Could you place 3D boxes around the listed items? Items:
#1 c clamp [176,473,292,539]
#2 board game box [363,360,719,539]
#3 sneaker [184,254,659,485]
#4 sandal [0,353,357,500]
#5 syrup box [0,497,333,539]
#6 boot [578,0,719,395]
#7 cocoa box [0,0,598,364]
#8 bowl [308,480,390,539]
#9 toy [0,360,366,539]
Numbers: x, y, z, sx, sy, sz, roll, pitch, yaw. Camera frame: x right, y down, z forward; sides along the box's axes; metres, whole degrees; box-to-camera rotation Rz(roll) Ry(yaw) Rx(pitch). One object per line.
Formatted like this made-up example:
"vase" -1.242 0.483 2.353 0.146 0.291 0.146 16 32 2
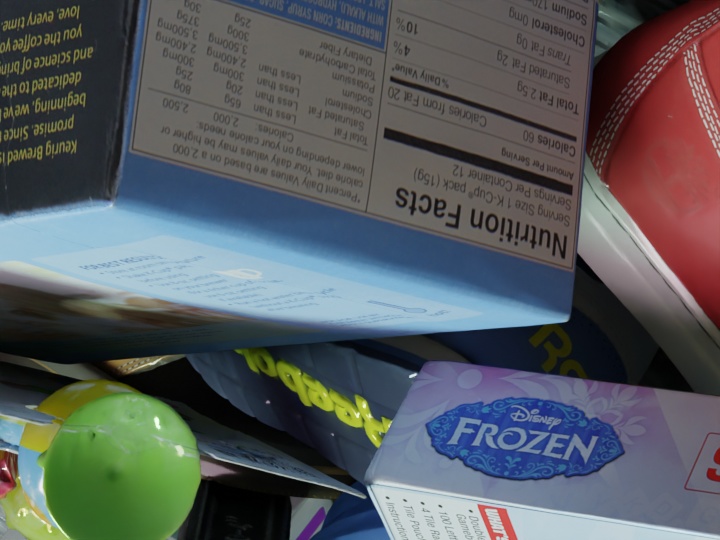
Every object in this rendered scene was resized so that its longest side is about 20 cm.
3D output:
"c clamp" -0.102 0.069 0.801 0.170 0.027 0.200 8 -170 -8
"board game box" 0.122 0.110 0.666 0.199 0.041 0.200 7 140 29
"sneaker" 0.000 0.000 0.774 0.200 0.082 0.074 33 151 41
"sandal" -0.055 0.019 0.865 0.200 0.082 0.055 26 105 26
"syrup box" -0.049 0.133 0.948 0.079 0.081 0.200 24 150 25
"boot" 0.145 0.008 0.634 0.200 0.072 0.144 47 143 -7
"cocoa box" -0.057 -0.054 0.668 0.133 0.132 0.200 14 167 -39
"bowl" 0.074 0.114 0.805 0.200 0.039 0.201 16 150 9
"toy" -0.088 0.046 0.707 0.115 0.047 0.200 15 176 -21
